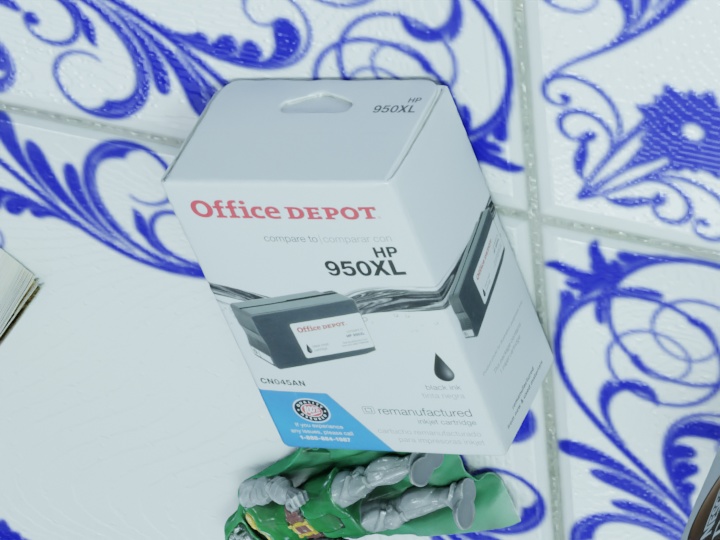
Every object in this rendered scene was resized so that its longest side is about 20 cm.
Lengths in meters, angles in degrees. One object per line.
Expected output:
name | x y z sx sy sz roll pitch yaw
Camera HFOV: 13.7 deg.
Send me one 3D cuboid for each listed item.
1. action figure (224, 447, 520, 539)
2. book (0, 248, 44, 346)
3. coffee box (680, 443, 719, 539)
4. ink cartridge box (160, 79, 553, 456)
action figure | -0.014 0.141 1.794 0.200 0.055 0.118 -18 124 47
book | -0.283 0.079 1.820 0.048 0.134 0.200 38 140 -12
coffee box | 0.298 0.114 1.459 0.200 0.200 0.198 37 140 -10
ink cartridge box | 0.000 0.000 1.606 0.144 0.084 0.200 1 132 30
